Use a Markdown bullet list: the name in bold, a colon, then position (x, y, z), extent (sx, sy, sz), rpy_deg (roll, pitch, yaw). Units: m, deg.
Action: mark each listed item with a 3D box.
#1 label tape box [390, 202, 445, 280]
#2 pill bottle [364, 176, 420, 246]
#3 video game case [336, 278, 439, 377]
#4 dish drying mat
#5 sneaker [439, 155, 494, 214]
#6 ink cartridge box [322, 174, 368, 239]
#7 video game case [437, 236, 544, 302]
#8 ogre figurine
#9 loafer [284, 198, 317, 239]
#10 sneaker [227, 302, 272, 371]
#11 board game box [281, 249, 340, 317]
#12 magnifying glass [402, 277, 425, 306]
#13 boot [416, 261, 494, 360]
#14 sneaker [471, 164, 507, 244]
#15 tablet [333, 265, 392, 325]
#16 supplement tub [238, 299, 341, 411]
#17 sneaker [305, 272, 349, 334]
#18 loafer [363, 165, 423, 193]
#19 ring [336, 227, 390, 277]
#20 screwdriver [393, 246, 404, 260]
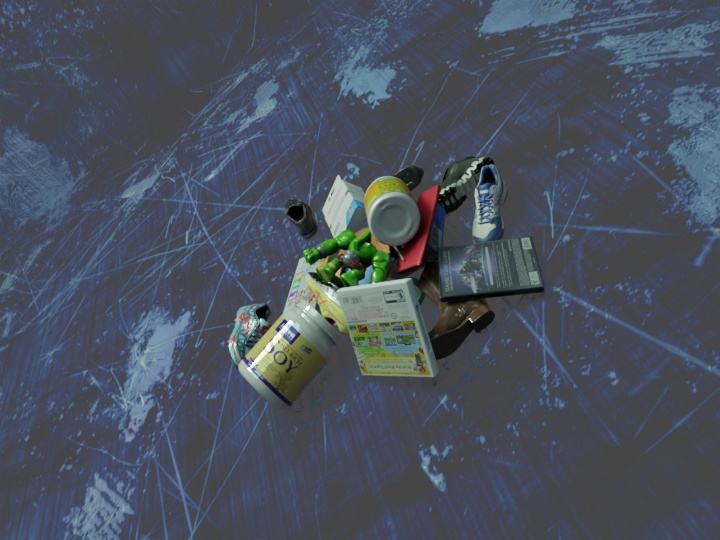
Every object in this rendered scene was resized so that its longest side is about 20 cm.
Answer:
- **label tape box**: position (0.099, -0.061, 1.278), extent (0.198, 0.063, 0.147), rpy_deg (-29, 38, 40)
- **pill bottle**: position (0.064, -0.140, 1.213), extent (0.109, 0.112, 0.201), rpy_deg (-30, 22, 9)
- **video game case**: position (0.048, 0.114, 1.063), extent (0.023, 0.187, 0.197), rpy_deg (-24, 10, -42)
- **dish drying mat**: position (0.127, -0.086, 1.180), extent (0.076, 0.018, 0.204), rpy_deg (-21, 45, 50)
- **sneaker**: position (0.224, -0.206, 1.330), extent (0.199, 0.067, 0.090), rpy_deg (-41, 37, -8)
- **ink cartridge box**: position (-0.031, -0.149, 1.421), extent (0.118, 0.066, 0.201), rpy_deg (-62, 28, 23)
- **video game case**: position (0.253, -0.004, 1.106), extent (0.194, 0.019, 0.145), rpy_deg (-7, 44, 12)
- **ogre figurine**: position (-0.012, -0.016, 1.164), extent (0.197, 0.099, 0.120), rpy_deg (19, 54, 43)
- **loafer**: position (-0.178, -0.166, 1.596), extent (0.071, 0.063, 0.201), rpy_deg (-37, 40, 1)
- **sneaker**: position (-0.263, 0.154, 1.355), extent (0.094, 0.080, 0.203), rpy_deg (-20, 44, 17)
- **board game box**: position (-0.121, 0.038, 1.363), extent (0.133, 0.034, 0.204), rpy_deg (-26, 39, 39)
- **magnifying glass**: position (0.092, 0.099, 1.180), extent (0.078, 0.022, 0.204), rpy_deg (-11, 48, 29)
- **boot**: position (0.149, 0.072, 1.126), extent (0.183, 0.065, 0.201), rpy_deg (-27, 43, -6)
- **sneaker**: position (0.272, -0.141, 1.213), extent (0.074, 0.089, 0.204), rpy_deg (-8, 50, 28)
- **tablet**: position (-0.007, 0.022, 1.278), extent (0.200, 0.013, 0.132), rpy_deg (-45, 41, 27)
- **supplement tub**: position (-0.148, 0.180, 1.190), extent (0.201, 0.146, 0.144), rpy_deg (-48, 41, -11)
- **sneaker**: position (-0.069, 0.070, 1.222), extent (0.199, 0.077, 0.092), rpy_deg (40, 119, 47)
- **loafer**: position (0.082, -0.208, 1.449), extent (0.197, 0.074, 0.072), rpy_deg (-23, 3, 28)
- **ring**: position (0.000, 0.000, 1.256), extent (0.198, 0.019, 0.205), rpy_deg (-28, 51, 40)
- **screwdriver**: position (0.067, -0.071, 1.231), extent (0.027, 0.030, 0.201), rpy_deg (-16, 25, -5)
